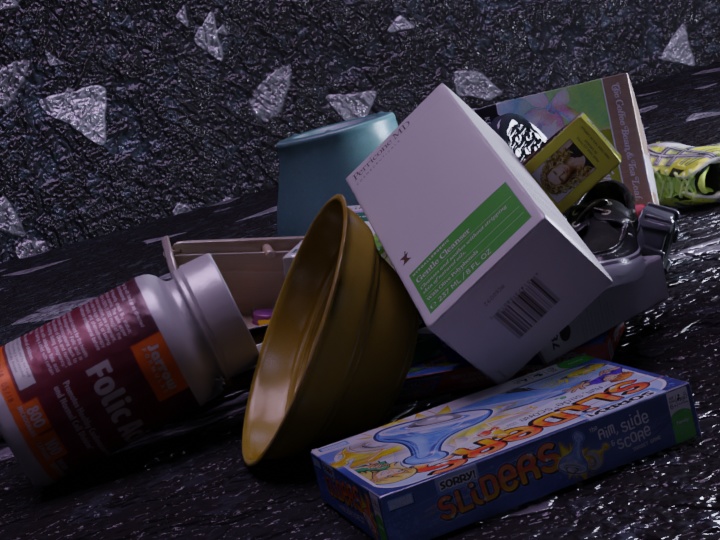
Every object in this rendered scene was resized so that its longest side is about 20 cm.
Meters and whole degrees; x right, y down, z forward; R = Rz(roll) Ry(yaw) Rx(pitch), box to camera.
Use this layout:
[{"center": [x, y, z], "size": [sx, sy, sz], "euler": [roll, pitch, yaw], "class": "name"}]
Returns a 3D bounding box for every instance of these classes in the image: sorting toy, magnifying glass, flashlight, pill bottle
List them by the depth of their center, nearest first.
[{"center": [-0.185, 0.074, 1.114], "size": [0.199, 0.115, 0.114], "euler": [-28, 10, -6], "class": "pill bottle"}, {"center": [0.019, 0.051, 1.196], "size": [0.079, 0.023, 0.200], "euler": [-16, 9, -8], "class": "magnifying glass"}, {"center": [0.182, -0.047, 1.274], "size": [0.198, 0.069, 0.068], "euler": [18, 3, 21], "class": "flashlight"}, {"center": [-0.082, 0.042, 1.337], "size": [0.198, 0.108, 0.180], "euler": [-2, 23, -10], "class": "sorting toy"}]

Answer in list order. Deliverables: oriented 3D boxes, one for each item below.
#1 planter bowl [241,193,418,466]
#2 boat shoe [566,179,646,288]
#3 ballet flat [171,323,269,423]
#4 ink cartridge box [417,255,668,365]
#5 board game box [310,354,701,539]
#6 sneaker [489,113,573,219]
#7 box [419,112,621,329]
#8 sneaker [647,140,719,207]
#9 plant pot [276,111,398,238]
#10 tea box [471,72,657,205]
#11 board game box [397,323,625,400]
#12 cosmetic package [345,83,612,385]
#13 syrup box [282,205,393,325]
[{"center": [-0.012, 0.054, 1.017], "size": [0.083, 0.202, 0.200], "euler": [19, 2, -13], "class": "planter bowl"}, {"center": [0.177, -0.026, 1.070], "size": [0.068, 0.057, 0.200], "euler": [-11, 9, 15], "class": "boat shoe"}, {"center": [-0.110, 0.075, 1.208], "size": [0.198, 0.069, 0.068], "euler": [-18, -11, -16], "class": "ballet flat"}, {"center": [0.134, 0.034, 1.067], "size": [0.199, 0.040, 0.099], "euler": [-20, 12, -40], "class": "ink cartridge box"}, {"center": [0.083, 0.104, 0.855], "size": [0.198, 0.035, 0.135], "euler": [-18, 9, -17], "class": "board game box"}, {"center": [0.146, -0.042, 1.189], "size": [0.078, 0.200, 0.066], "euler": [-10, 39, 42], "class": "sneaker"}, {"center": [0.109, -0.036, 1.092], "size": [0.200, 0.050, 0.075], "euler": [-43, -1, 12], "class": "box"}, {"center": [0.355, -0.106, 1.569], "size": [0.198, 0.076, 0.076], "euler": [-12, 9, 26], "class": "sneaker"}, {"center": [-0.004, -0.066, 1.542], "size": [0.198, 0.190, 0.200], "euler": [-14, 9, 2], "class": "plant pot"}, {"center": [0.189, -0.092, 1.410], "size": [0.195, 0.135, 0.200], "euler": [-13, -8, 13], "class": "tea box"}, {"center": [0.101, 0.067, 1.105], "size": [0.198, 0.020, 0.103], "euler": [-11, 9, 20], "class": "board game box"}, {"center": [0.076, -0.029, 0.980], "size": [0.108, 0.085, 0.200], "euler": [-45, 35, 10], "class": "cosmetic package"}, {"center": [0.000, 0.000, 1.196], "size": [0.078, 0.082, 0.200], "euler": [-3, 14, 13], "class": "syrup box"}]
